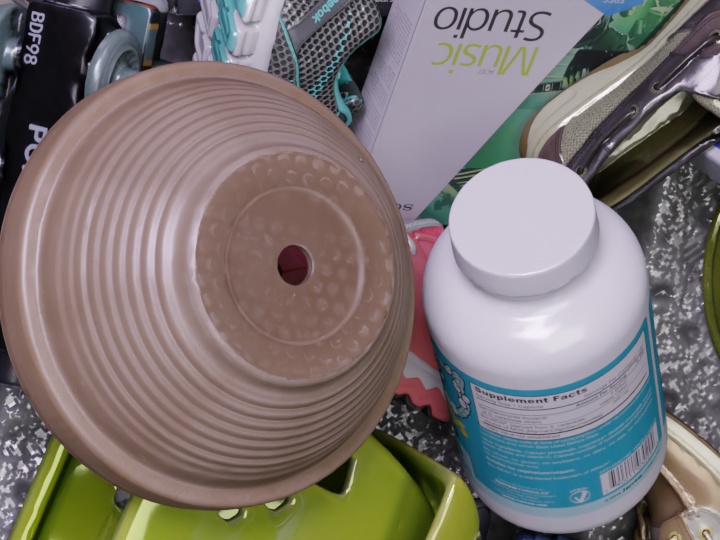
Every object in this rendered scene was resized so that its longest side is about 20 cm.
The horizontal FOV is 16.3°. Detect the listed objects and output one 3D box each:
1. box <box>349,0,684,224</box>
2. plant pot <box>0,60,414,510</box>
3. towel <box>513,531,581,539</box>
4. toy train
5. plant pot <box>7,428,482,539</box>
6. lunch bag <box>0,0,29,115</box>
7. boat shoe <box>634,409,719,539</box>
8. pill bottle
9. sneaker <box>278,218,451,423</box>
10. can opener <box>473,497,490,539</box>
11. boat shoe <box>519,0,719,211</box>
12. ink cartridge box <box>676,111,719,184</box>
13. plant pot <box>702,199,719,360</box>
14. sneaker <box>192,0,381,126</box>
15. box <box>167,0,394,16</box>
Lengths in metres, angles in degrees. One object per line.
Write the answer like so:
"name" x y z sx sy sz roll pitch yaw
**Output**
"box" 0.079 -0.106 1.263 0.143 0.036 0.201 0 134 -23
"plant pot" -0.050 0.003 1.094 0.199 0.093 0.203 4 82 -29
"towel" 0.159 0.208 1.333 0.199 0.049 0.112 24 129 -2
"toy train" -0.137 -0.045 1.186 0.085 0.114 0.202 13 99 17
"plant pot" -0.062 0.143 1.247 0.180 0.200 0.200 24 88 -18
"lunch bag" -0.228 -0.059 1.225 0.167 0.139 0.201 22 89 -40
"boat shoe" 0.187 0.149 1.354 0.066 0.074 0.200 -44 101 -10
"pill bottle" 0.091 0.034 1.232 0.110 0.111 0.201 -25 142 -8
"sneaker" 0.000 0.000 1.280 0.200 0.074 0.087 34 92 -43
"can opener" 0.021 0.207 1.322 0.063 0.078 0.202 17 98 33
"boat shoe" 0.173 -0.092 1.246 0.200 0.066 0.072 -35 141 11
"ink cartridge box" 0.247 -0.122 1.301 0.197 0.200 0.047 -41 129 -4
"plant pot" 0.303 0.009 1.305 0.199 0.193 0.202 -1 94 -11
"sneaker" -0.044 -0.075 1.250 0.090 0.201 0.078 2 50 -19
"box" -0.002 -0.218 1.257 0.198 0.086 0.165 0 115 -11
